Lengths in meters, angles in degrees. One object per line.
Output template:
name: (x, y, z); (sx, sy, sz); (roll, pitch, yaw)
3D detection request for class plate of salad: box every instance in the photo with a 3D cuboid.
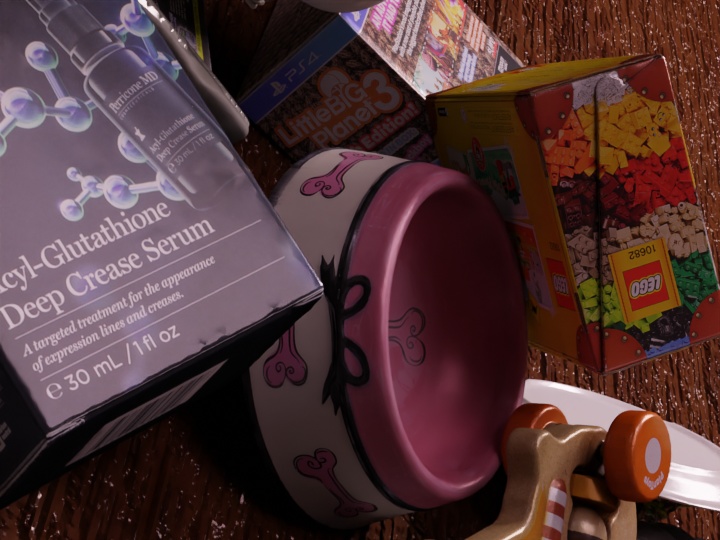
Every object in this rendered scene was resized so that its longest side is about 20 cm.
plate of salad: (0.152, 0.114, 1.042); (0.199, 0.048, 0.200); (19, 9, -3)

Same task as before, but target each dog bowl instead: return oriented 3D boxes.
dog bowl: (0.021, 0.034, 0.885); (0.200, 0.073, 0.202); (9, 79, -59)

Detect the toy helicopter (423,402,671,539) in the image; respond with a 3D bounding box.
toy helicopter: (0.081, 0.146, 0.845); (0.199, 0.078, 0.133); (-13, 101, -52)

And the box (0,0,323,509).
box: (-0.140, -0.025, 0.724); (0.148, 0.107, 0.201); (-28, 81, -38)

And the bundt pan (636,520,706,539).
bundt pan: (0.194, 0.227, 0.990); (0.201, 0.076, 0.202); (38, 24, -20)

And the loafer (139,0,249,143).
loafer: (-0.123, -0.104, 0.869); (0.075, 0.070, 0.200); (51, 1, 35)

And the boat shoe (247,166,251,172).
boat shoe: (-0.077, -0.007, 0.890); (0.074, 0.060, 0.200); (45, 30, -16)

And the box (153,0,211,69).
box: (-0.164, -0.197, 0.989); (0.160, 0.044, 0.201); (29, 37, -38)

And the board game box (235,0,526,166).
board game box: (0.034, -0.107, 1.124); (0.200, 0.097, 0.160); (43, 30, -17)

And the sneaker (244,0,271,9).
sneaker: (-0.083, -0.209, 0.999); (0.116, 0.074, 0.200); (53, 27, 4)

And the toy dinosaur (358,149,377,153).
toy dinosaur: (0.000, 0.000, 1.003); (0.200, 0.076, 0.103); (55, 37, -38)

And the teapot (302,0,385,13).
teapot: (0.000, -0.257, 0.967); (0.200, 0.146, 0.198); (41, 32, -34)

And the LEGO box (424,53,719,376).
LEGO box: (0.113, -0.036, 0.952); (0.200, 0.077, 0.150); (-157, -129, -75)
